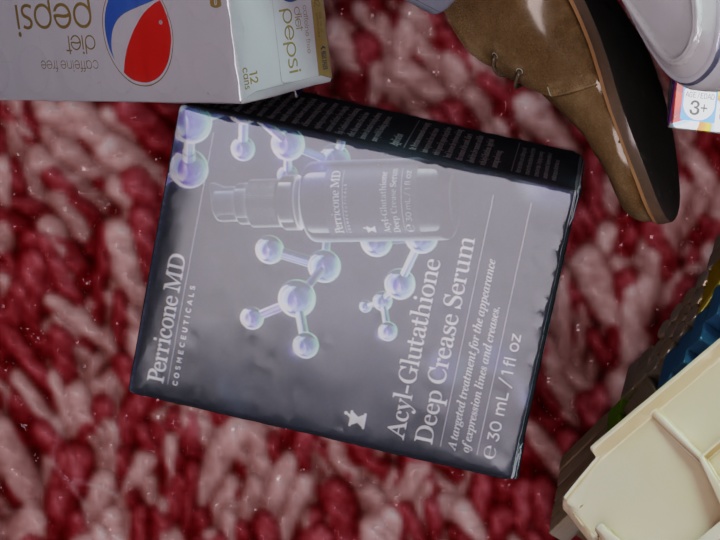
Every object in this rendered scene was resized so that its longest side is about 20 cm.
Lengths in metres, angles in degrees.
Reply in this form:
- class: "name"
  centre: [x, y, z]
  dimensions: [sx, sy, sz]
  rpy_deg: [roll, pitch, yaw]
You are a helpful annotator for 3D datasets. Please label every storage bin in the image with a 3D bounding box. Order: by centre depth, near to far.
- class: "storage bin"
  centre: [0.228, 0.114, 1.124]
  dimensions: [0.198, 0.094, 0.200]
  rpy_deg: [-40, 132, 3]

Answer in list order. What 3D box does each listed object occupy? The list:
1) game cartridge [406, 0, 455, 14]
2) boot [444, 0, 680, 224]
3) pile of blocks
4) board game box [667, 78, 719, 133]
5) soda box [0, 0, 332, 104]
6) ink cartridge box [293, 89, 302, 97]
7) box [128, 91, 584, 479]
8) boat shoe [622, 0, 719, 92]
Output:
- class: "game cartridge"
  centre: [0.023, -0.224, 1.104]
  dimensions: [0.133, 0.040, 0.201]
  rpy_deg: [24, 65, -15]
- class: "boot"
  centre: [0.097, -0.108, 1.173]
  dimensions: [0.075, 0.074, 0.201]
  rpy_deg: [-25, 89, 20]
- class: "pile of blocks"
  centre: [0.174, 0.063, 1.188]
  dimensions: [0.062, 0.082, 0.201]
  rpy_deg: [30, 105, -11]
- class: "board game box"
  centre: [0.208, -0.168, 1.124]
  dimensions: [0.102, 0.105, 0.202]
  rpy_deg: [7, 102, 6]
- class: "soda box"
  centre: [-0.105, -0.118, 1.135]
  dimensions: [0.199, 0.063, 0.069]
  rpy_deg: [5, 107, 46]
- class: "ink cartridge box"
  centre: [-0.038, -0.190, 1.151]
  dimensions: [0.037, 0.095, 0.202]
  rpy_deg: [-11, 100, 8]
- class: "box"
  centre: [0.000, 0.000, 1.181]
  dimensions: [0.198, 0.107, 0.150]
  rpy_deg: [12, 103, 4]
- class: "boat shoe"
  centre: [0.117, -0.169, 1.076]
  dimensions: [0.074, 0.065, 0.201]
  rpy_deg: [-48, 54, 46]
